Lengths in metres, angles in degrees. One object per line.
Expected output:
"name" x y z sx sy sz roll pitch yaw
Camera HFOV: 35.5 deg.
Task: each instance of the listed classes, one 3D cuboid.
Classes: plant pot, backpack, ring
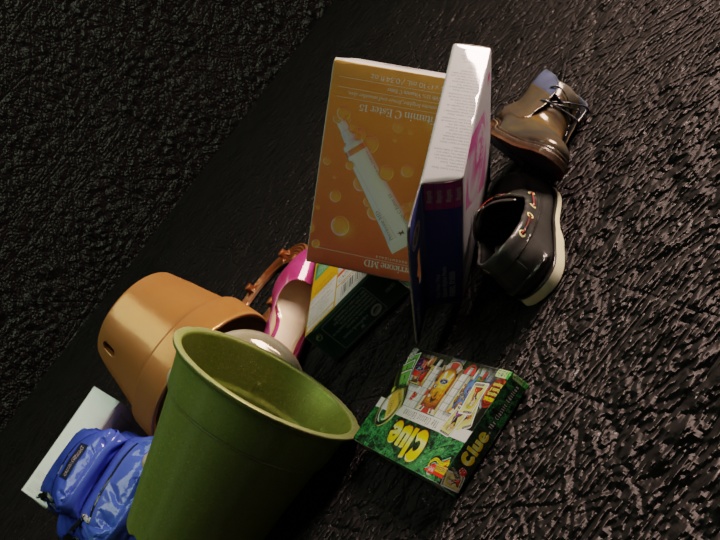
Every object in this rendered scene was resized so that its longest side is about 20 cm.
"plant pot" -0.130 0.187 1.079 0.192 0.198 0.200 -62 15 9
"backpack" -0.261 0.263 1.264 0.199 0.167 0.164 -5 54 60
"ring" -0.146 0.038 1.666 0.200 0.019 0.201 -46 19 20
"plant pot" -0.232 0.098 1.403 0.200 0.139 0.201 -44 -24 -25

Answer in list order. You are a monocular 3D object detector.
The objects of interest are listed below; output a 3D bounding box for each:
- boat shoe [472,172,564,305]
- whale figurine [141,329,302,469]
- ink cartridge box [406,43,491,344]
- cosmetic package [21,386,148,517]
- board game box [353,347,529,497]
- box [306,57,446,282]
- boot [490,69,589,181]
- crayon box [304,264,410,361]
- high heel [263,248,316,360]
"boat shoe" 0.139 -0.045 1.015 0.074 0.063 0.202 -47 16 24
"whale figurine" -0.146 0.162 1.220 0.201 0.158 0.104 -52 -11 -24
"ink cartridge box" 0.085 -0.063 1.018 0.197 0.043 0.202 81 -160 -58
"cosmetic package" -0.325 0.256 1.431 0.152 0.051 0.201 -55 -26 -18
"board game box" 0.061 0.121 0.945 0.105 0.023 0.200 -57 17 -10
"box" 0.028 -0.102 1.126 0.097 0.123 0.203 -34 -46 -72
"boot" 0.179 -0.150 1.098 0.097 0.074 0.200 -53 15 6
"crayon box" 0.000 0.000 1.301 0.126 0.051 0.201 -45 19 22
"high heel" -0.083 0.057 1.359 0.202 0.067 0.096 -63 10 -18
